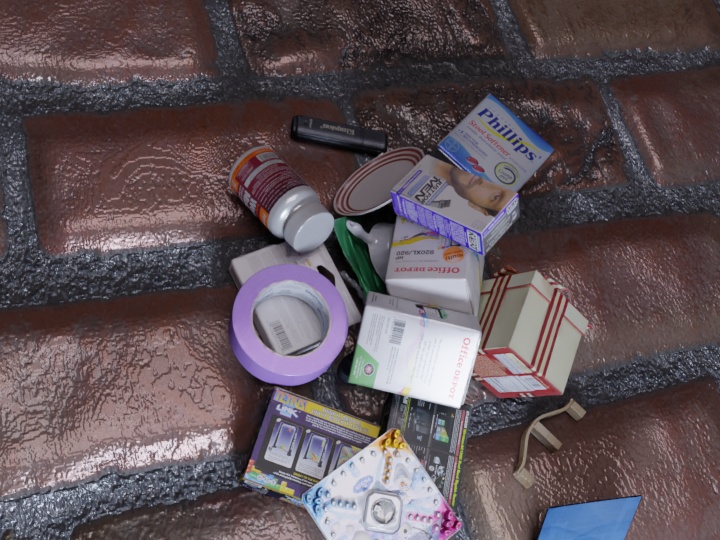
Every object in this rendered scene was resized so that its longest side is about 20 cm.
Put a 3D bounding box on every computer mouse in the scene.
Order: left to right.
[{"bbox_3d":[0.039,0.158,1.566,0.199,0.034,0.059,-23,54,-30],"label":"computer mouse"}]

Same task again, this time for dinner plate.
[{"bbox_3d":[0.038,-0.164,1.627,0.200,0.200,0.024,-53,125,-29],"label":"dinner plate"}]

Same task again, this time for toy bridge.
[{"bbox_3d":[0.341,0.306,1.589,0.067,0.027,0.200,42,61,6],"label":"toy bridge"}]

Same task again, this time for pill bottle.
[{"bbox_3d":[-0.144,-0.128,1.562,0.109,0.110,0.200,-30,59,-26],"label":"pill bottle"}]

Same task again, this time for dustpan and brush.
[{"bbox_3d":[0.038,-0.048,1.603,0.057,0.200,0.140,-7,62,23],"label":"dustpan and brush"}]

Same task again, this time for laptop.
[{"bbox_3d":[0.399,0.505,1.466,0.186,0.116,0.201,-2,67,-17],"label":"laptop"}]

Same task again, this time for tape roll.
[{"bbox_3d":[-0.124,0.093,1.473,0.199,0.066,0.201,5,66,-12],"label":"tape roll"}]

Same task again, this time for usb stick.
[{"bbox_3d":[-0.041,-0.273,1.733,0.199,0.033,0.056,9,65,-13],"label":"usb stick"}]

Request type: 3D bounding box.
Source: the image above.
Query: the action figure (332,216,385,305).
[{"bbox_3d":[0.000,0.000,1.597,0.118,0.055,0.201,-15,83,-61],"label":"action figure"}]

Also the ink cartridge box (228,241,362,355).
[{"bbox_3d":[-0.118,0.044,1.557,0.176,0.045,0.201,-21,75,-24],"label":"ink cartridge box"}]

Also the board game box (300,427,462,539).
[{"bbox_3d":[0.038,0.392,1.392,0.200,0.026,0.200,-33,85,-20],"label":"board game box"}]

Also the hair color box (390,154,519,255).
[{"bbox_3d":[0.162,-0.116,1.484,0.200,0.065,0.109,29,62,31],"label":"hair color box"}]

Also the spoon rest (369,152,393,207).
[{"bbox_3d":[0.081,-0.142,1.688,0.061,0.099,0.200,-35,64,-7],"label":"spoon rest"}]

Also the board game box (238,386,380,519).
[{"bbox_3d":[-0.084,0.309,1.440,0.199,0.057,0.166,23,60,-7],"label":"board game box"}]

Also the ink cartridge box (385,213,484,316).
[{"bbox_3d":[0.139,-0.016,1.544,0.146,0.145,0.201,-1,51,16],"label":"ink cartridge box"}]

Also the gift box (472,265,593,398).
[{"bbox_3d":[0.302,0.112,1.551,0.184,0.200,0.187,42,57,-29],"label":"gift box"}]

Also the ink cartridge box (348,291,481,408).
[{"bbox_3d":[0.092,0.134,1.463,0.199,0.084,0.145,13,106,1],"label":"ink cartridge box"}]

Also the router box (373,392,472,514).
[{"bbox_3d":[0.104,0.312,1.492,0.149,0.062,0.201,18,62,-8],"label":"router box"}]

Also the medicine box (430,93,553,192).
[{"bbox_3d":[0.262,-0.228,1.766,0.182,0.103,0.200,42,62,4],"label":"medicine box"}]
